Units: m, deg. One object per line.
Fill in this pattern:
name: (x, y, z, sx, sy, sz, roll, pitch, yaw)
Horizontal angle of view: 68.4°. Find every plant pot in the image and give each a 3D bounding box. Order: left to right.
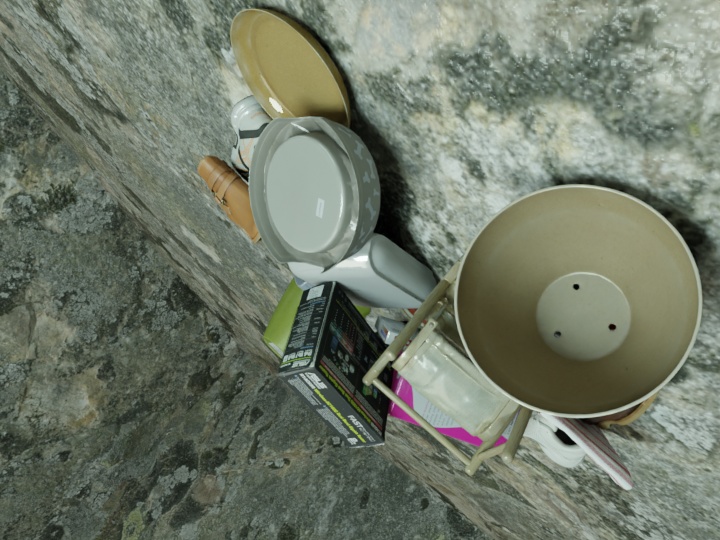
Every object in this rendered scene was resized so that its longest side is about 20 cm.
plant pot: (-0.084, -0.241, 0.676, 0.200, 0.028, 0.200, 36, 158, 17)
plant pot: (-0.111, 0.104, 1.156, 0.187, 0.200, 0.187, 35, 159, 16)
plant pot: (0.206, 0.035, 0.511, 0.200, 0.201, 0.134, 29, -177, 30)

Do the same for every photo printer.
photo printer: (0.000, 0.000, 0.802, 0.165, 0.070, 0.200, -1, 160, 36)

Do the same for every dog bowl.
dog bowl: (-0.058, -0.096, 0.668, 0.199, 0.058, 0.202, 13, 110, 40)

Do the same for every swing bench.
swing bench: (0.147, 0.126, 0.725, 0.199, 0.200, 0.130, 40, 150, 7)

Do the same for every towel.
towel: (0.302, 0.221, 0.761, 0.146, 0.030, 0.200, 40, -169, 6)

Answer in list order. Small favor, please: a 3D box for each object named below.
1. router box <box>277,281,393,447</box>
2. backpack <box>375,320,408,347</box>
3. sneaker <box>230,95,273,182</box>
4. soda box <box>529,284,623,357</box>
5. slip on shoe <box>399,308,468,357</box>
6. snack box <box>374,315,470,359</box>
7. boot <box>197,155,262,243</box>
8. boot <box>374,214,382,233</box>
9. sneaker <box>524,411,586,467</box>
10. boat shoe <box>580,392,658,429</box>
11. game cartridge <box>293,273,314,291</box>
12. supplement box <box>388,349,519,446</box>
router box: (-0.025, 0.139, 0.767, 0.062, 0.150, 0.200, -17, 128, 26)
backpack: (0.130, 0.194, 1.006, 0.163, 0.153, 0.201, 0, 110, 52)
sneaker: (-0.161, -0.182, 0.842, 0.080, 0.073, 0.200, 57, 164, 15)
soda box: (0.241, 0.057, 0.613, 0.199, 0.071, 0.063, 29, 157, 31)
slip on shoe: (0.149, 0.085, 0.855, 0.199, 0.062, 0.074, 28, -166, 32)
snack box: (0.122, 0.122, 0.855, 0.199, 0.024, 0.072, 19, -170, -17)
boot: (-0.193, -0.121, 0.843, 0.155, 0.074, 0.200, 52, 158, -11)
boot: (-0.061, -0.096, 0.845, 0.199, 0.077, 0.168, 33, 162, 4)
sneaker: (0.300, 0.248, 0.901, 0.199, 0.078, 0.100, 26, 149, 16)
boat shoe: (0.313, 0.158, 0.680, 0.070, 0.071, 0.200, 30, 157, 15)
game cartridge: (-0.075, -0.004, 0.951, 0.133, 0.040, 0.201, 39, -161, -36)
supplement box: (0.148, 0.203, 0.851, 0.199, 0.102, 0.103, 20, -178, -4)
